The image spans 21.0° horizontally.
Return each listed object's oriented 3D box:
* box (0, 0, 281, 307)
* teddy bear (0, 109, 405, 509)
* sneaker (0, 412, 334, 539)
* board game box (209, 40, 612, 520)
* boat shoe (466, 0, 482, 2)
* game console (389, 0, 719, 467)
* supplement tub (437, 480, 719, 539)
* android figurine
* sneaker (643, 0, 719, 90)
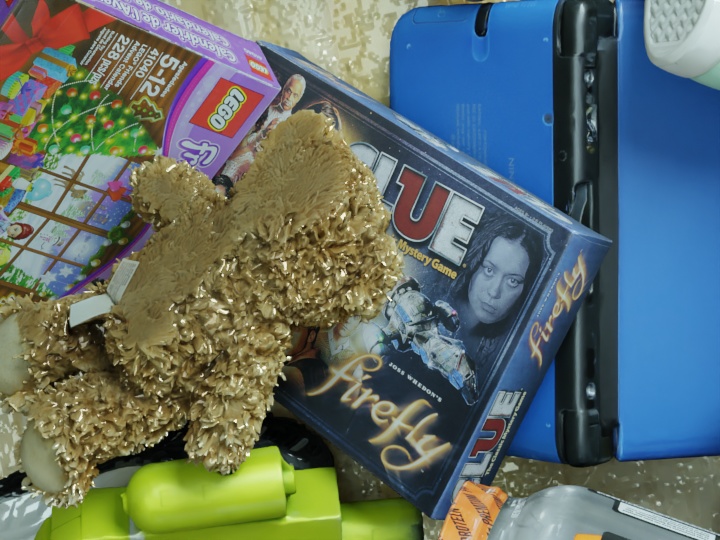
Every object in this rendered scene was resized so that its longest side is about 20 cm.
[{"bbox_3d":[-0.147,-0.041,0.872,0.200,0.136,0.039,-50,44,23],"label":"box"},{"bbox_3d":[-0.072,0.020,0.823,0.200,0.067,0.145,-46,48,-3],"label":"teddy bear"},{"bbox_3d":[-0.099,0.119,0.924,0.199,0.074,0.080,-17,96,21],"label":"sneaker"},{"bbox_3d":[0.000,0.000,0.861,0.199,0.034,0.136,33,103,35],"label":"board game box"},{"bbox_3d":[0.048,-0.220,0.843,0.073,0.074,0.202,-13,92,-16],"label":"boat shoe"},{"bbox_3d":[0.110,-0.020,0.880,0.170,0.118,0.202,4,96,45],"label":"game console"},{"bbox_3d":[0.119,0.160,0.764,0.198,0.122,0.124,18,99,10],"label":"supplement tub"},{"bbox_3d":[-0.069,0.149,0.881,0.198,0.041,0.183,-5,131,-5],"label":"android figurine"},{"bbox_3d":[0.182,-0.151,0.819,0.117,0.074,0.202,21,63,-23],"label":"sneaker"}]
